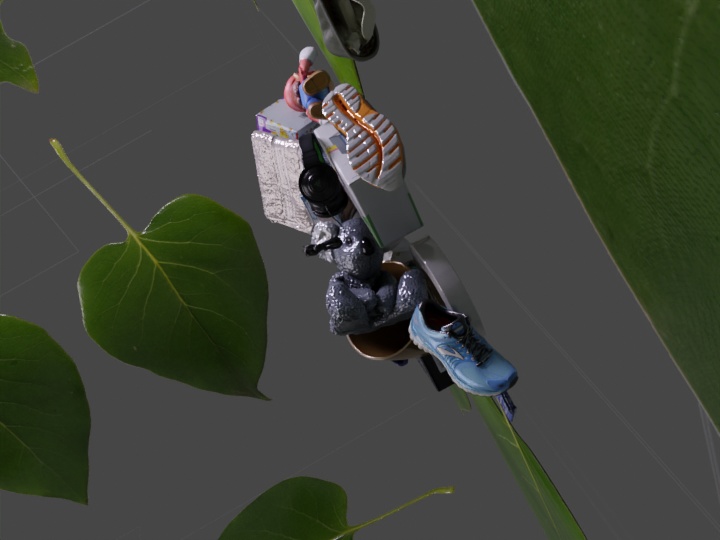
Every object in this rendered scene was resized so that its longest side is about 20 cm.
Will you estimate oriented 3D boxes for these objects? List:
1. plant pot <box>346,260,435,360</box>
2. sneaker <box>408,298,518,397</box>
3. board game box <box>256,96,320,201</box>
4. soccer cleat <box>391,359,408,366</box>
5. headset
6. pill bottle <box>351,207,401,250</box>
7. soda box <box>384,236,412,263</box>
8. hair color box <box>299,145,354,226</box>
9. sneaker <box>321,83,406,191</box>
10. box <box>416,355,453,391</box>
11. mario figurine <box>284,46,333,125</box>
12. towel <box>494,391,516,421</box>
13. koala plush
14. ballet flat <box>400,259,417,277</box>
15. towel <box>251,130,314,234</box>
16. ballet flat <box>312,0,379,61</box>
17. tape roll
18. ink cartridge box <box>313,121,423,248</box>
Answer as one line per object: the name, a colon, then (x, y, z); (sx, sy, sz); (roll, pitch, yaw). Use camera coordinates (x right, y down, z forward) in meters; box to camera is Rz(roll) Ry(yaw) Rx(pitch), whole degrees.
plant pot: (0.101, 0.094, 1.458); (0.199, 0.186, 0.187); (19, -148, -49)
sneaker: (0.152, 0.114, 1.140); (0.200, 0.078, 0.090); (34, 151, 27)
board game box: (-0.131, -0.225, 1.481); (0.103, 0.105, 0.201); (24, 135, 24)
soccer cleat: (0.060, 0.138, 1.574); (0.200, 0.064, 0.084); (54, -162, -54)
headset: (-0.073, -0.125, 1.225); (0.124, 0.093, 0.201); (59, -167, -70)
pill bottle: (0.012, -0.121, 1.492); (0.112, 0.111, 0.200); (61, 180, -30)
soda box: (0.049, 0.023, 1.588); (0.064, 0.068, 0.201); (45, 131, 38)
hair color box: (-0.044, -0.172, 1.403); (0.100, 0.060, 0.201); (63, -147, -41)
sneaker: (0.017, -0.180, 1.039); (0.077, 0.078, 0.201); (40, -161, -51)
box: (0.165, 0.157, 1.696); (0.149, 0.104, 0.200); (62, 179, -19)
mario figurine: (-0.071, -0.327, 1.344); (0.105, 0.124, 0.200); (18, -166, -18)
towel: (0.239, 0.196, 1.444); (0.201, 0.024, 0.145); (60, 180, 21)
koala plush: (0.000, 0.000, 1.311); (0.184, 0.176, 0.201); (127, 131, -69)
ballet flat: (0.116, 0.016, 1.539); (0.072, 0.072, 0.201); (60, 177, 33)
towel: (-0.144, -0.166, 1.431); (0.132, 0.034, 0.201); (18, 133, 31)
ballet flat: (-0.022, -0.278, 0.708); (0.063, 0.068, 0.200); (29, 163, 28)
tape roll: (0.146, 0.035, 1.267); (0.204, 0.037, 0.203); (60, 179, 1)
ink cartridge box: (0.012, -0.156, 1.240); (0.146, 0.087, 0.200); (61, -179, -41)
